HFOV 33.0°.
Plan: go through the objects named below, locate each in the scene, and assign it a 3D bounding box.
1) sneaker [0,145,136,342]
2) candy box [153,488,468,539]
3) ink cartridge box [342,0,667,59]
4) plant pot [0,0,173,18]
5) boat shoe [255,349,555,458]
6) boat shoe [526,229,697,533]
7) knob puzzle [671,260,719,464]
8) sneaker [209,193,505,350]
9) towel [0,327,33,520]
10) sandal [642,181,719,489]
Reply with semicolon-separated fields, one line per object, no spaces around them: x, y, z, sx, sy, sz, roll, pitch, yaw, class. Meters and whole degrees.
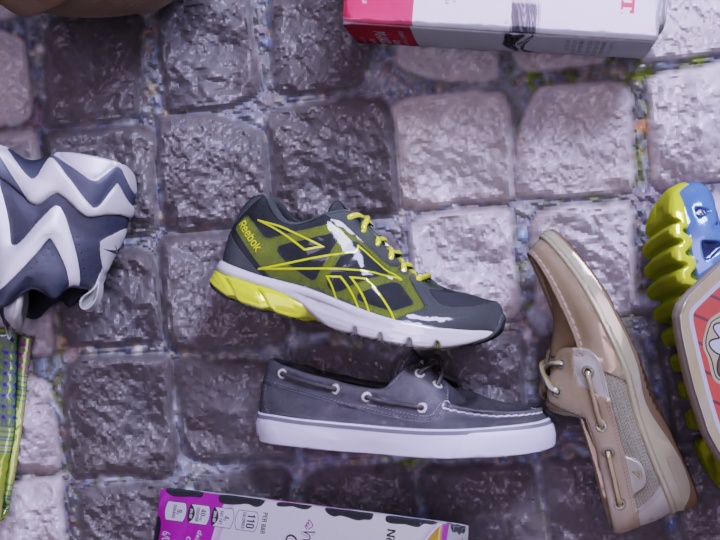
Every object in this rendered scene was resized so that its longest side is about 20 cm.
-0.259;-0.019;0.832;0.199;0.079;0.130;8;82;-2;sneaker
-0.039;0.217;0.776;0.200;0.061;0.137;2;78;22;candy box
0.096;-0.217;0.784;0.200;0.083;0.145;5;90;7;ink cartridge box
-0.151;-0.235;0.793;0.093;0.201;0.201;35;96;-38;plant pot
0.029;0.085;0.804;0.200;0.070;0.066;2;91;15;boat shoe
0.147;0.072;0.784;0.065;0.072;0.200;-25;92;4;boat shoe
0.279;0.058;0.730;0.219;0.030;0.220;2;83;-17;knob puzzle
0.000;0.000;0.800;0.200;0.074;0.085;12;91;7;sneaker
-0.340;0.100;0.871;0.200;0.023;0.144;7;90;8;towel
0.239;0.038;0.773;0.087;0.079;0.200;-17;94;-1;sandal
